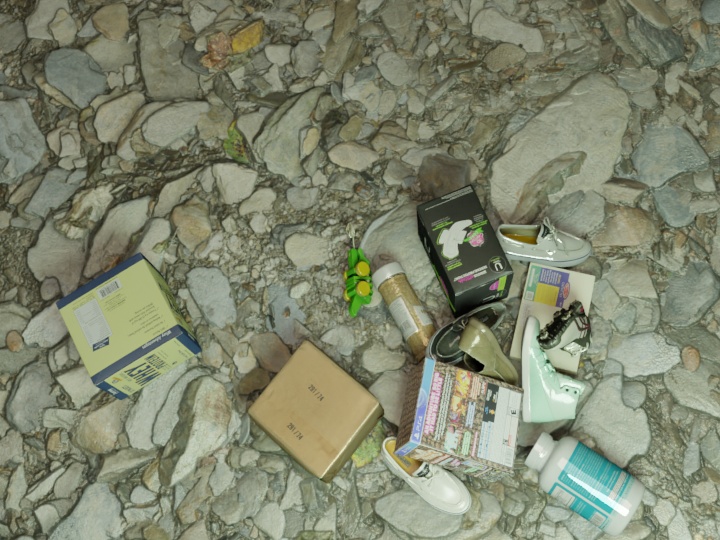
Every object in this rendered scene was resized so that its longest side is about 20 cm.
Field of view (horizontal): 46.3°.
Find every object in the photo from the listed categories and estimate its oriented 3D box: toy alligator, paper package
[{"bbox_3d":[0.000,0.000,1.718,0.054,0.059,0.202,13,65,-33],"label":"toy alligator"},{"bbox_3d":[-0.084,0.269,1.602,0.199,0.104,0.191,37,80,17],"label":"paper package"}]

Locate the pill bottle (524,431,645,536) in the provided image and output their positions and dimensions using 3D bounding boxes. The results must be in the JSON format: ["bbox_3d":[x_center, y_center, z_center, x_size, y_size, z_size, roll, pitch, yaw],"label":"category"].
[{"bbox_3d":[0.394,0.372,1.499,0.199,0.111,0.111,33,77,16],"label":"pill bottle"}]

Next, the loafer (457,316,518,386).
[{"bbox_3d":[0.231,0.164,1.559,0.067,0.201,0.076,-41,38,-6],"label":"loafer"}]

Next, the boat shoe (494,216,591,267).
[{"bbox_3d":[0.362,-0.066,1.662,0.199,0.087,0.075,7,52,3],"label":"boat shoe"}]

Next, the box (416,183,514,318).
[{"bbox_3d":[0.202,-0.035,1.650,0.123,0.149,0.202,-21,68,-2],"label":"box"}]

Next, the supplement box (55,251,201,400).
[{"bbox_3d":[-0.462,0.114,1.689,0.199,0.134,0.201,-31,69,-5],"label":"supplement box"}]

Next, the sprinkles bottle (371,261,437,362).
[{"bbox_3d":[0.095,0.082,1.665,0.068,0.068,0.201,-27,70,-3],"label":"sprinkles bottle"}]

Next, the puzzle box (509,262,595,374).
[{"bbox_3d":[0.377,0.091,1.648,0.132,0.025,0.202,13,72,12],"label":"puzzle box"}]

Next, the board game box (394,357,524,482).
[{"bbox_3d":[0.180,0.273,1.525,0.198,0.097,0.161,19,62,-8],"label":"board game box"}]

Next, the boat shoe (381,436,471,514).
[{"bbox_3d":[0.119,0.376,1.554,0.199,0.070,0.071,39,79,18],"label":"boat shoe"}]

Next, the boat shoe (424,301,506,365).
[{"bbox_3d":[0.200,0.113,1.599,0.199,0.071,0.072,-37,79,-33],"label":"boat shoe"}]

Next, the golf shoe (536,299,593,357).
[{"bbox_3d":[0.384,0.117,1.530,0.077,0.200,0.089,-33,86,31],"label":"golf shoe"}]

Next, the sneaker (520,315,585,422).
[{"bbox_3d":[0.359,0.182,1.569,0.117,0.074,0.203,-2,96,11],"label":"sneaker"}]
